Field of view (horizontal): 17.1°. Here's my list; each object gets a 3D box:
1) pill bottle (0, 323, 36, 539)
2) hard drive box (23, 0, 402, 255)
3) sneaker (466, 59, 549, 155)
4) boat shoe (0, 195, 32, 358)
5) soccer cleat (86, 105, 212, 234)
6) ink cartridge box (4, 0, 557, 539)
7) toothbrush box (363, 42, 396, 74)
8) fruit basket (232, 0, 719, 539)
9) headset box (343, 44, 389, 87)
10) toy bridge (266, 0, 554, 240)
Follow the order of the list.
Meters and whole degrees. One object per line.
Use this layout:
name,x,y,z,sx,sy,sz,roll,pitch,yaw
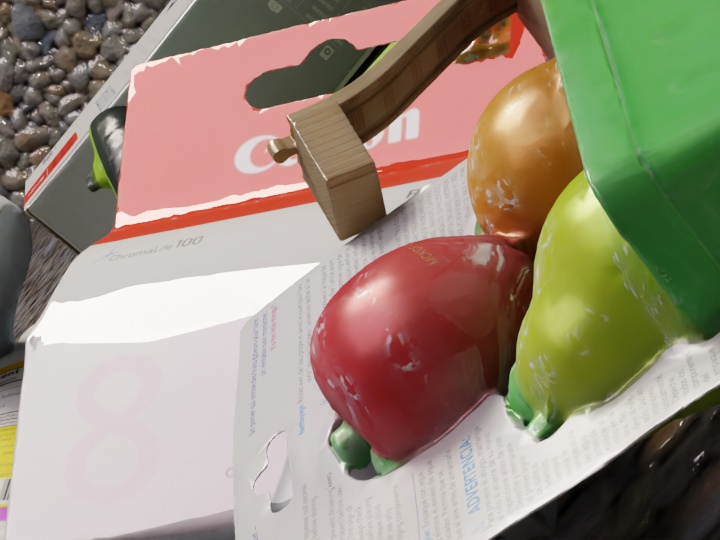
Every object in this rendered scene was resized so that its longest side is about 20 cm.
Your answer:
pill bottle,-0.136,0.101,1.054,0.104,0.104,0.200,-46,18,25
hard drive box,-0.065,-0.088,1.106,0.200,0.077,0.156,-52,10,0
sneaker,0.093,-0.065,0.778,0.200,0.078,0.089,-56,9,-25
boat shoe,-0.203,0.011,1.098,0.075,0.086,0.202,-59,-6,-25
soccer cleat,-0.020,0.001,0.815,0.081,0.200,0.068,-44,-29,3
ink cartridge box,-0.022,-0.005,0.740,0.162,0.057,0.201,-11,63,22
toothbrush box,0.000,0.000,0.932,0.200,0.086,0.146,-47,12,27
fruit basket,0.049,0.008,0.601,0.200,0.094,0.185,-41,22,17
headset box,-0.026,-0.018,1.123,0.200,0.075,0.149,-53,10,-8
toy bridge,0.064,-0.072,0.722,0.199,0.027,0.067,-22,47,-9
